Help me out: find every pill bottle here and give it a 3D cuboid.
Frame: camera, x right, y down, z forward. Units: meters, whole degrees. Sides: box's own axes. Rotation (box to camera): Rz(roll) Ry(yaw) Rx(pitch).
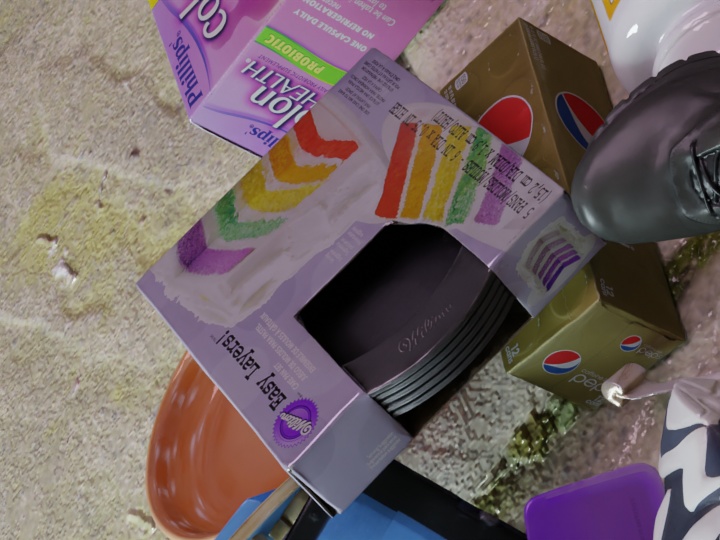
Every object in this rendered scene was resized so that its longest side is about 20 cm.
[{"bbox_3d":[0.163,-0.151,0.887,0.109,0.109,0.201,-41,42,31],"label":"pill bottle"}]

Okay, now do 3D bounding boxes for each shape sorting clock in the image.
[{"bbox_3d":[-0.056,0.168,0.945,0.039,0.200,0.200,41,108,14],"label":"shape sorting clock"}]

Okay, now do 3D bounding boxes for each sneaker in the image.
[{"bbox_3d":[0.157,0.135,0.704,0.199,0.079,0.130,-122,34,-67],"label":"sneaker"},{"bbox_3d":[0.181,-0.056,0.762,0.199,0.076,0.091,-20,19,19],"label":"sneaker"}]

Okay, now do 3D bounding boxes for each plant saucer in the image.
[{"bbox_3d":[-0.051,0.077,1.079,0.200,0.037,0.201,-36,35,31],"label":"plant saucer"}]

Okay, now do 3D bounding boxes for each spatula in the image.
[{"bbox_3d":[0.046,0.139,0.822,0.199,0.021,0.057,-19,83,22],"label":"spatula"}]

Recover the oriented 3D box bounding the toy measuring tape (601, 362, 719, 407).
[{"bbox_3d":[0.179,0.015,0.794,0.199,0.073,0.074,-14,59,46],"label":"toy measuring tape"}]

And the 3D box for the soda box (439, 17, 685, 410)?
[{"bbox_3d":[0.100,-0.032,0.939,0.068,0.064,0.201,-41,42,32],"label":"soda box"}]

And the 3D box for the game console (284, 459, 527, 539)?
[{"bbox_3d":[0.023,0.215,0.846,0.201,0.118,0.171,-61,34,8],"label":"game console"}]

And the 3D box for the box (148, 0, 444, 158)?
[{"bbox_3d":[-0.038,-0.201,1.195,0.200,0.096,0.176,-49,38,23],"label":"box"}]

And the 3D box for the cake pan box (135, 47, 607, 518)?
[{"bbox_3d":[0.000,0.000,0.899,0.184,0.052,0.200,-45,40,1],"label":"cake pan box"}]
